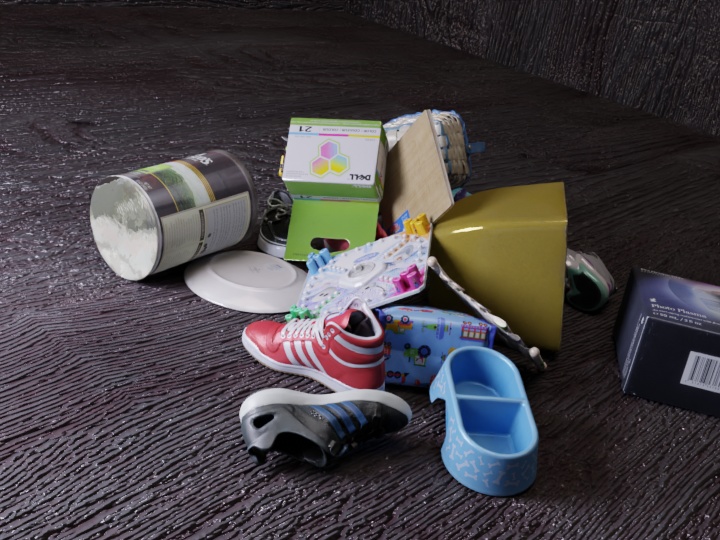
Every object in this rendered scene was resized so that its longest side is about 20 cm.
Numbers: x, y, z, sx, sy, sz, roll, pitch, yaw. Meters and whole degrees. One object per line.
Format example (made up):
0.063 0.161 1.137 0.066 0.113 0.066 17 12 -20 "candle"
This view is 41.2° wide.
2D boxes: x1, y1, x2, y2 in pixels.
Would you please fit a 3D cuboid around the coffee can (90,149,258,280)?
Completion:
-0.265 -0.083 1.382 0.145 0.149 0.199 25 30 30 "coffee can"

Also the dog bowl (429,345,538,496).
0.143 0.163 1.094 0.109 0.050 0.201 5 36 -9 "dog bowl"

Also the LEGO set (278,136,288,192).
-0.054 -0.152 1.651 0.197 0.156 0.116 19 5 0 "LEGO set"

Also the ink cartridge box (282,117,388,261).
-0.042 -0.119 1.442 0.145 0.204 0.076 3 -19 11 "ink cartridge box"

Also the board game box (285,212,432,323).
0.000 0.000 1.323 0.197 0.026 0.201 -19 23 17 "board game box"

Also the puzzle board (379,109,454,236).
0.078 -0.125 1.443 0.017 0.200 0.153 -5 70 -26 "puzzle board"

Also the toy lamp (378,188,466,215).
0.074 -0.101 1.556 0.196 0.059 0.058 -1 21 8 "toy lamp"

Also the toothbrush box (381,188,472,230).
0.154 -0.078 1.663 0.144 0.087 0.199 -8 29 -36 "toothbrush box"

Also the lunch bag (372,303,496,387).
0.086 0.080 1.280 0.147 0.096 0.200 7 14 -4 "lunch bag"

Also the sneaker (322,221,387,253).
0.008 -0.047 1.520 0.073 0.088 0.200 -3 27 -33 "sneaker"

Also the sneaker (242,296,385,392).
-0.055 0.075 1.164 0.197 0.114 0.071 19 37 19 "sneaker"

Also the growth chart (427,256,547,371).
0.169 0.060 1.277 0.200 0.018 0.145 42 -1 16 "growth chart"

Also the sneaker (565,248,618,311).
0.343 -0.011 1.609 0.200 0.078 0.139 42 29 20 "sneaker"

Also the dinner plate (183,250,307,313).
-0.158 0.008 1.400 0.196 0.025 0.201 11 23 -4 "dinner plate"

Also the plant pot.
0.200 -0.014 1.415 0.196 0.199 0.195 3 21 9 "plant pot"

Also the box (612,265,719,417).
0.472 0.099 1.356 0.196 0.125 0.199 14 21 5 "box"

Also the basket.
0.106 -0.196 1.619 0.173 0.142 0.200 -6 10 24 "basket"

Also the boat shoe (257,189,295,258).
-0.125 -0.080 1.549 0.072 0.069 0.200 11 21 -7 "boat shoe"

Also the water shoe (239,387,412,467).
-0.034 0.177 1.033 0.196 0.072 0.080 4 51 -21 "water shoe"
